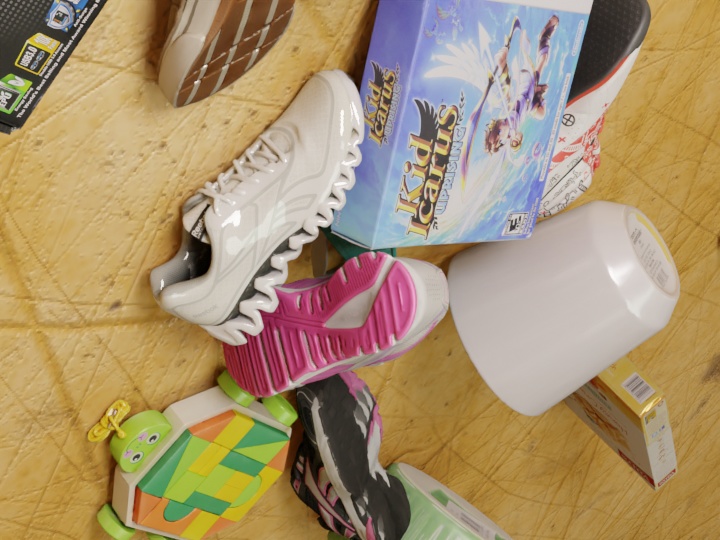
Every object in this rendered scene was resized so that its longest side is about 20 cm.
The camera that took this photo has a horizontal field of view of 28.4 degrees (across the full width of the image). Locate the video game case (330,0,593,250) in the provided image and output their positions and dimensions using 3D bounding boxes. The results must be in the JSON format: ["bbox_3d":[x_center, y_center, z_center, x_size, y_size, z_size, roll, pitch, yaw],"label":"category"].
[{"bbox_3d":[0.075,-0.118,0.978,0.180,0.045,0.202,-4,113,-46],"label":"video game case"}]

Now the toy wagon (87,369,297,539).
[{"bbox_3d":[-0.135,0.148,1.097,0.155,0.040,0.200,-48,149,4],"label":"toy wagon"}]

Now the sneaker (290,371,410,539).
[{"bbox_3d":[-0.028,0.166,1.210,0.081,0.086,0.202,-54,138,-44],"label":"sneaker"}]

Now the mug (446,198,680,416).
[{"bbox_3d":[0.170,0.004,1.162,0.152,0.188,0.149,-30,140,29],"label":"mug"}]

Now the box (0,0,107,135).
[{"bbox_3d":[-0.184,-0.177,0.661,0.201,0.047,0.193,-52,151,10],"label":"box"}]

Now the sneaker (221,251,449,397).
[{"bbox_3d":[-0.016,0.040,1.002,0.199,0.082,0.088,-14,171,39],"label":"sneaker"}]

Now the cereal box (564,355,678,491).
[{"bbox_3d":[0.252,0.129,1.426,0.039,0.144,0.200,-39,147,-8],"label":"cereal box"}]

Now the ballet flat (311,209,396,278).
[{"bbox_3d":[0.000,0.000,1.074,0.070,0.068,0.201,-17,145,0],"label":"ballet flat"}]

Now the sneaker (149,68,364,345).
[{"bbox_3d":[-0.067,-0.045,0.931,0.081,0.075,0.201,21,106,-36],"label":"sneaker"}]

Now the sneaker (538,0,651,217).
[{"bbox_3d":[0.166,-0.126,1.111,0.202,0.067,0.108,-54,151,16],"label":"sneaker"}]

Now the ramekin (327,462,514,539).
[{"bbox_3d":[0.075,0.270,1.340,0.098,0.200,0.200,-54,148,2],"label":"ramekin"}]

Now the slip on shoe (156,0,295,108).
[{"bbox_3d":[-0.075,-0.166,0.784,0.076,0.061,0.200,-27,165,-29],"label":"slip on shoe"}]
